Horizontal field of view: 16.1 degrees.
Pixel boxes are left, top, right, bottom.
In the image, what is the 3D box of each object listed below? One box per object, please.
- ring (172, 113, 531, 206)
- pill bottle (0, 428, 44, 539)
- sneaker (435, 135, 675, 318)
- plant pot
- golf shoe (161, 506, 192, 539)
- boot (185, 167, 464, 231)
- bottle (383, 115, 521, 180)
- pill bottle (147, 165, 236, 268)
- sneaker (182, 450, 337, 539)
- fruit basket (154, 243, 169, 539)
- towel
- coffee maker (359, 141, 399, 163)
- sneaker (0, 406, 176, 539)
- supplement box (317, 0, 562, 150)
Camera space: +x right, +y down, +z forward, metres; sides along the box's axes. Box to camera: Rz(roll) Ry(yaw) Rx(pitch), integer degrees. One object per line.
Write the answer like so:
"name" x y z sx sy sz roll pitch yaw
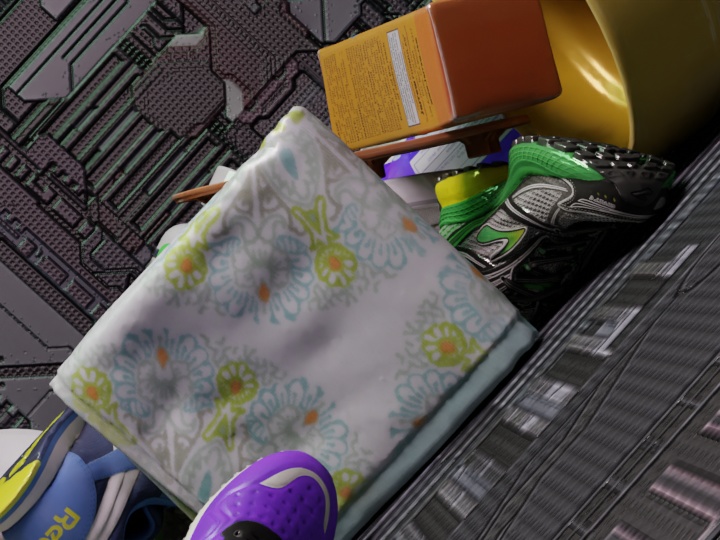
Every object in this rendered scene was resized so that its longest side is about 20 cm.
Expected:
"ring" -0.004 -0.055 1.393 0.200 0.019 0.200 -13 1 0
"pill bottle" -0.197 0.200 1.471 0.109 0.109 0.200 -51 -37 -55
"sneaker" 0.100 -0.018 1.315 0.200 0.078 0.085 154 122 -66
"plant pot" 0.159 -0.178 1.382 0.189 0.201 0.201 -32 -2 -15
"golf shoe" -0.018 0.094 1.390 0.200 0.097 0.078 -47 40 3
"boot" 0.000 0.000 1.465 0.200 0.096 0.074 -13 3 -17
"bottle" 0.062 -0.070 1.566 0.200 0.065 0.084 -47 4 36
"pill bottle" -0.098 0.038 1.680 0.111 0.111 0.200 177 117 -87
"sneaker" -0.060 0.163 1.186 0.200 0.070 0.100 -54 12 -27
"fruit basket" -0.065 0.100 1.551 0.155 0.216 0.216 -1 37 41
"towel" -0.036 0.045 1.294 0.200 0.171 0.048 -46 4 13
"coffee maker" 0.085 -0.109 1.704 0.200 0.135 0.192 -58 -3 22
"sneaker" -0.134 0.106 1.381 0.074 0.082 0.200 -45 5 33
"supplement box" 0.038 -0.108 1.385 0.066 0.069 0.200 -15 1 -18
